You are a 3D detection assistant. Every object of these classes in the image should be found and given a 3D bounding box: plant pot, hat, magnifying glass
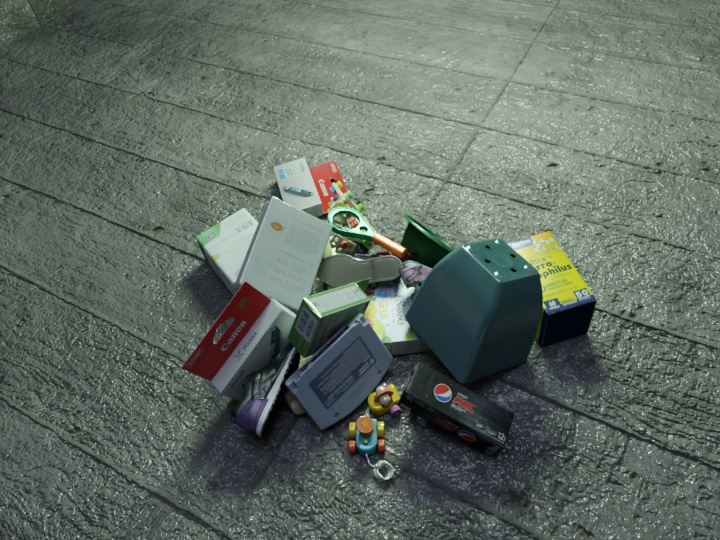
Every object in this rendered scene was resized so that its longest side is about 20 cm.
[{"bbox_3d":[0.233,0.056,1.150,0.192,0.204,0.197,-11,42,-34],"label":"plant pot"},{"bbox_3d":[0.114,-0.013,1.375,0.199,0.165,0.178,39,100,29],"label":"hat"},{"bbox_3d":[0.013,-0.082,1.317,0.197,0.023,0.080,28,49,20],"label":"magnifying glass"}]

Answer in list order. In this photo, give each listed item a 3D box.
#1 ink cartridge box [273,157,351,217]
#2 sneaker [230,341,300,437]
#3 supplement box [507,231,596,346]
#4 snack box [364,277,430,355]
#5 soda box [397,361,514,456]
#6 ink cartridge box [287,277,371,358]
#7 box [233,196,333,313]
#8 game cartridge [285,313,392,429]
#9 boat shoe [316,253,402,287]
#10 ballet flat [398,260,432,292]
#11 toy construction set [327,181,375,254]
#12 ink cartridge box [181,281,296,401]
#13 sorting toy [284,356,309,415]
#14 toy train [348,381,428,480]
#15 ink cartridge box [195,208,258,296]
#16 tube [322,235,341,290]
[{"bbox_3d":[-0.127,-0.223,1.583,0.172,0.045,0.203,-18,49,-6],"label":"ink cartridge box"},{"bbox_3d":[-0.181,0.206,1.145,0.085,0.077,0.203,19,57,10],"label":"sneaker"},{"bbox_3d":[0.386,0.035,1.247,0.106,0.111,0.203,-15,48,-6],"label":"supplement box"},{"bbox_3d":[0.070,0.085,1.286,0.138,0.054,0.203,-6,47,0],"label":"snack box"},{"bbox_3d":[0.171,0.251,1.080,0.197,0.064,0.071,29,55,5],"label":"soda box"},{"bbox_3d":[-0.043,0.090,1.190,0.059,0.105,0.197,42,36,26],"label":"ink cartridge box"},{"bbox_3d":[-0.168,-0.028,1.300,0.149,0.106,0.205,24,75,-15],"label":"box"},{"bbox_3d":[-0.035,0.199,1.150,0.199,0.135,0.041,-41,24,-18],"label":"game cartridge"},{"bbox_3d":[0.000,0.000,1.316,0.194,0.063,0.075,-3,89,14],"label":"boat shoe"},{"bbox_3d":[0.163,0.029,1.283,0.196,0.069,0.073,10,65,-37],"label":"ballet flat"},{"bbox_3d":[-0.023,-0.112,1.417,0.091,0.131,0.203,-29,37,20],"label":"toy construction set"},{"bbox_3d":[-0.218,0.144,1.149,0.044,0.176,0.202,34,85,36],"label":"ink cartridge box"},{"bbox_3d":[-0.095,0.177,1.238,0.182,0.037,0.201,-26,55,-14],"label":"sorting toy"},{"bbox_3d":[0.064,0.278,1.116,0.148,0.056,0.200,29,58,29],"label":"toy train"},{"bbox_3d":[-0.277,-0.035,1.419,0.144,0.089,0.200,-33,51,-20],"label":"ink cartridge box"},{"bbox_3d":[-0.056,0.008,1.374,0.056,0.053,0.203,-13,48,-1],"label":"tube"}]
